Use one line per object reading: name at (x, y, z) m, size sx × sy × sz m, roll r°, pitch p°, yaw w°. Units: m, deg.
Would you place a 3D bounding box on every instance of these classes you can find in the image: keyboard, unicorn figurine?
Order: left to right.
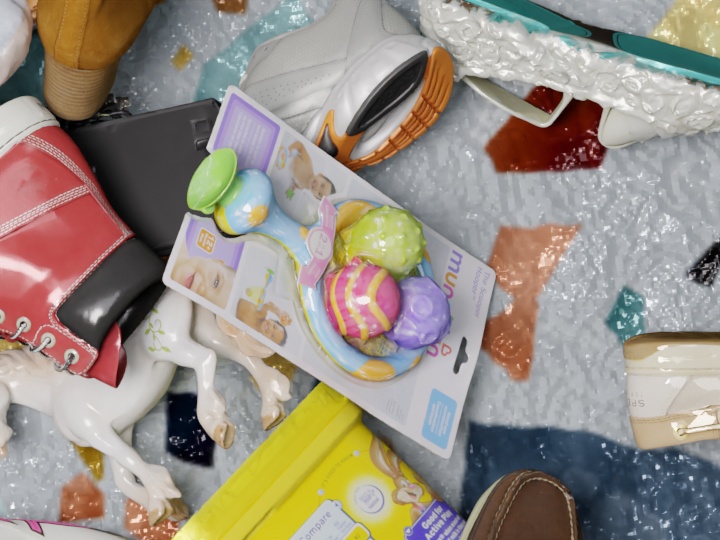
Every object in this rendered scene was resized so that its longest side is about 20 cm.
keyboard at (-0.148, -0.047, 1.214) m, size 0.199 × 0.040 × 0.105 m, roll -10°, pitch 79°, yaw 20°
unicorn figurine at (-0.128, 0.065, 1.197) m, size 0.200 × 0.074 × 0.138 m, roll -42°, pitch 75°, yaw 4°

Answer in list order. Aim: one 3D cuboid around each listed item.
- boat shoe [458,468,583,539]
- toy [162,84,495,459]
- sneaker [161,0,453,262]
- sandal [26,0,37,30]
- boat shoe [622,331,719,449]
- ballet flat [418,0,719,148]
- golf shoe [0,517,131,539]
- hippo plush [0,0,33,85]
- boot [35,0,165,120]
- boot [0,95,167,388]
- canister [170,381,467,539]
boat shoe at (0.080, 0.186, 1.096) m, size 0.074 × 0.075 × 0.203 m, roll 17°, pitch 62°, yaw -13°
toy at (0.000, 0.000, 1.154) m, size 0.199 × 0.047 × 0.116 m, roll 32°, pitch 61°, yaw -29°
sneaker at (-0.046, -0.072, 1.227) m, size 0.200 × 0.076 × 0.092 m, roll -39°, pitch 57°, yaw 3°
sandal at (-0.266, -0.166, 1.234) m, size 0.205 × 0.059 × 0.080 m, roll -1°, pitch 82°, yaw 0°
boat shoe at (0.237, 0.069, 1.205) m, size 0.198 × 0.074 × 0.070 m, roll 1°, pitch 94°, yaw 1°
ballet flat at (0.123, -0.105, 1.234) m, size 0.199 × 0.072 × 0.072 m, roll 19°, pitch 83°, yaw 4°
golf shoe at (-0.199, 0.164, 1.176) m, size 0.198 × 0.092 × 0.073 m, roll 3°, pitch 80°, yaw -1°
hippo plush at (-0.250, -0.172, 1.161) m, size 0.200 × 0.159 × 0.161 m, roll 40°, pitch 42°, yaw -28°
boot at (-0.119, -0.188, 1.166) m, size 0.070 × 0.144 × 0.202 m, roll 16°, pitch 54°, yaw -5°
boot at (-0.199, 0.028, 1.143) m, size 0.200 × 0.072 × 0.145 m, roll -38°, pitch 81°, yaw -1°
canister at (0.005, 0.176, 1.164) m, size 0.200 × 0.087 × 0.149 m, roll 43°, pitch 61°, yaw 3°
